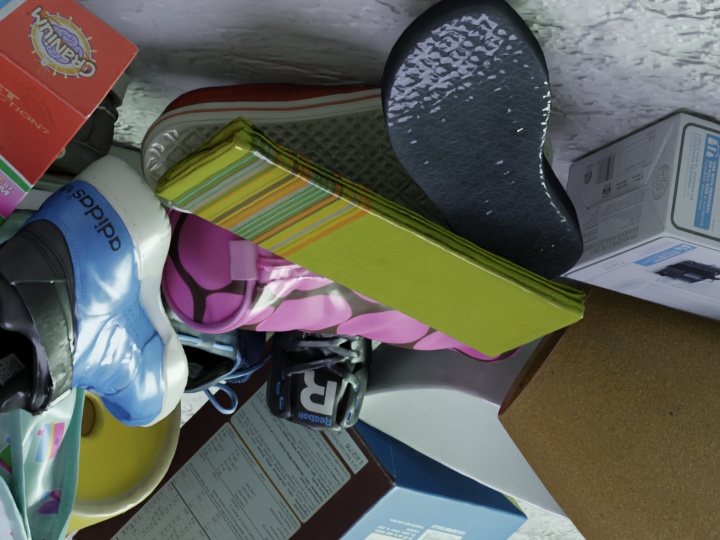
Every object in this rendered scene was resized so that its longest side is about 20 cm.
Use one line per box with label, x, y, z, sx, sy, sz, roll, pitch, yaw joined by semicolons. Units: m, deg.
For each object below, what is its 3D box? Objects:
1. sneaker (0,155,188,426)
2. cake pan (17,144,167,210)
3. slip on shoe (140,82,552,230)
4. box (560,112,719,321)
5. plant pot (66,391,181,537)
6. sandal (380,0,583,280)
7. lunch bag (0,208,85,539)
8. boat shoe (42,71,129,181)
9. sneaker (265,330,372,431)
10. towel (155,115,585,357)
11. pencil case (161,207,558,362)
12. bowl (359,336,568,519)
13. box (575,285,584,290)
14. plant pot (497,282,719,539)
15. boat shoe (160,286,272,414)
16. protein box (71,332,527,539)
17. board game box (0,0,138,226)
sneaker;-0.148;0.036;1.296;0.077;0.111;0.200;44;156;21
cake pan;-0.163;-0.032;1.480;0.199;0.037;0.200;8;164;2
slip on shoe;-0.006;-0.062;1.265;0.198;0.075;0.061;0;-152;-2
box;0.211;-0.011;1.302;0.199;0.061;0.117;15;163;-22
plant pot;-0.216;0.089;1.611;0.200;0.202;0.188;21;163;-36
sandal;0.054;-0.061;1.203;0.075;0.043;0.201;-13;145;5
lunch bag;-0.236;0.066;1.393;0.169;0.202;0.122;6;-174;15
boat shoe;-0.212;-0.076;1.314;0.200;0.061;0.072;2;162;24
sneaker;-0.013;0.031;1.478;0.072;0.113;0.200;9;164;-1
towel;0.005;-0.013;1.234;0.199;0.018;0.086;26;154;-24
pencil case;0.000;0.000;1.345;0.199;0.091;0.094;4;-167;-33
bowl;0.109;0.082;1.545;0.199;0.075;0.199;29;164;-19
box;0.201;0.061;1.602;0.142;0.036;0.200;7;162;8
plant pot;0.177;0.099;1.381;0.199;0.187;0.186;35;162;-1
boat shoe;-0.105;0.038;1.492;0.083;0.069;0.200;4;163;16
protein box;-0.037;0.167;1.697;0.200;0.135;0.198;-44;153;14
board game box;-0.192;-0.100;1.158;0.153;0.040;0.200;37;159;-7
